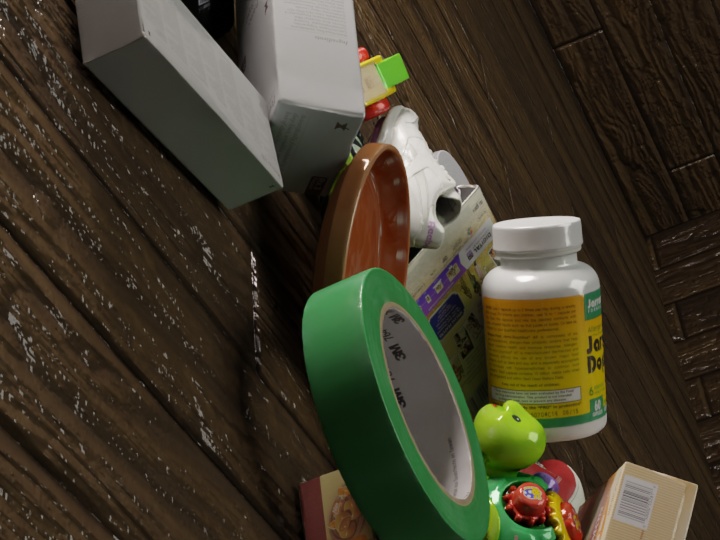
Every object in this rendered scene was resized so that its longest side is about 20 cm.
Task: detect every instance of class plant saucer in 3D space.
[{"bbox_3d":[0.000,0.000,1.285,0.200,0.032,0.201,7,90,-74],"label":"plant saucer"}]

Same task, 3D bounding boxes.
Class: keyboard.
[{"bbox_3d":[-0.136,-0.221,1.253,0.200,0.039,0.105,-61,152,-73],"label":"keyboard"}]

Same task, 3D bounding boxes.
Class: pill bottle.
[{"bbox_3d":[0.172,0.053,1.550,0.113,0.112,0.201,-32,118,-75],"label":"pill bottle"}]

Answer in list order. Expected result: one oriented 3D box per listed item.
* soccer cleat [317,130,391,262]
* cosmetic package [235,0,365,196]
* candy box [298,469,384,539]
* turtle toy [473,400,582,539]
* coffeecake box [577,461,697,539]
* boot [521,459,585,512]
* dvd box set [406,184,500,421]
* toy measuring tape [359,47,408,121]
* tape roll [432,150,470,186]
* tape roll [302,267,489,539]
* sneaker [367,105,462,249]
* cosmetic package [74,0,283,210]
[{"bbox_3d":[-0.010,-0.079,1.415,0.201,0.067,0.081,65,23,-2],"label":"soccer cleat"},{"bbox_3d":[-0.050,-0.168,1.284,0.102,0.074,0.201,117,-25,-48],"label":"cosmetic package"},{"bbox_3d":[0.027,0.232,1.148,0.200,0.055,0.116,53,21,-48],"label":"candy box"},{"bbox_3d":[0.140,0.219,1.480,0.146,0.101,0.201,-6,76,-75],"label":"turtle toy"},{"bbox_3d":[0.238,0.281,1.530,0.200,0.073,0.154,103,5,-70],"label":"coffeecake box"},{"bbox_3d":[0.166,0.198,1.672,0.145,0.072,0.200,66,18,-7],"label":"boot"},{"bbox_3d":[0.105,0.040,1.584,0.146,0.029,0.200,-48,124,-30],"label":"dvd box set"},{"bbox_3d":[-0.023,-0.163,1.540,0.200,0.073,0.074,-33,103,-52],"label":"toy measuring tape"},{"bbox_3d":[0.091,-0.022,1.707,0.201,0.066,0.201,-90,154,-55],"label":"tape roll"},{"bbox_3d":[0.027,0.099,1.132,0.201,0.048,0.201,58,18,-32],"label":"tape roll"},{"bbox_3d":[0.046,-0.082,1.551,0.200,0.099,0.075,-81,-171,-52],"label":"sneaker"},{"bbox_3d":[-0.122,-0.125,1.112,0.200,0.050,0.083,48,22,-54],"label":"cosmetic package"}]
